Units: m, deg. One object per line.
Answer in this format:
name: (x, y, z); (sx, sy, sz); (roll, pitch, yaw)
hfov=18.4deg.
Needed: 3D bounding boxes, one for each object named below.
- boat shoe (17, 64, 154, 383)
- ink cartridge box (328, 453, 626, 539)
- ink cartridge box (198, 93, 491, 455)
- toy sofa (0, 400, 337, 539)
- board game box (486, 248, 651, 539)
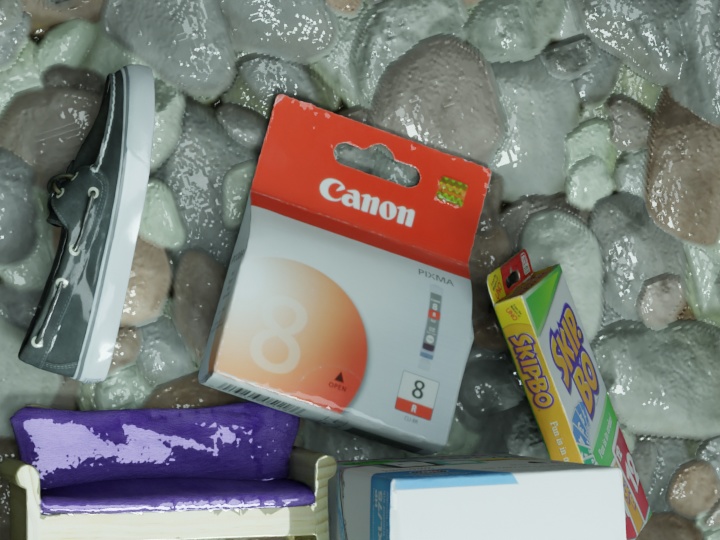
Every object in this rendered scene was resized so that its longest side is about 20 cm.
boat shoe: (-0.168, -0.032, 1.375); (0.056, 0.069, 0.201); (10, 89, -15)
ink cartridge box: (0.061, 0.191, 1.367); (0.146, 0.200, 0.147); (-1, 88, -16)
ink cartridge box: (0.000, 0.000, 1.416); (0.161, 0.050, 0.201); (19, 77, -15)
toy sofa: (-0.120, 0.131, 1.377); (0.199, 0.083, 0.098); (0, 90, -16)
board game box: (0.137, 0.085, 1.448); (0.030, 0.095, 0.201); (-21, 94, 23)
